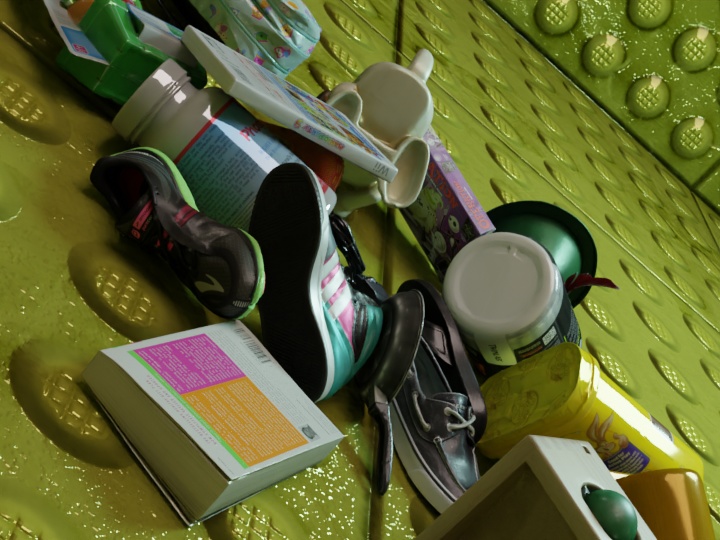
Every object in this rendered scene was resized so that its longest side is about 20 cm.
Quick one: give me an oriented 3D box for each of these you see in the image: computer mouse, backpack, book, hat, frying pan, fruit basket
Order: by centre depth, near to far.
[{"bbox_3d":[-0.103,0.101,0.976,0.134,0.048,0.200,47,20,14],"label":"book"},{"bbox_3d":[0.014,0.104,1.165,0.031,0.192,0.115,22,-18,-16],"label":"frying pan"},{"bbox_3d":[0.000,0.000,1.238,0.059,0.034,0.201,49,-11,26],"label":"computer mouse"},{"bbox_3d":[-0.234,-0.238,1.291,0.184,0.094,0.201,22,30,-45],"label":"fruit basket"},{"bbox_3d":[0.189,0.031,1.490,0.163,0.202,0.177,10,38,3],"label":"hat"},{"bbox_3d":[-0.143,-0.313,1.560,0.200,0.126,0.167,49,18,3],"label":"backpack"}]

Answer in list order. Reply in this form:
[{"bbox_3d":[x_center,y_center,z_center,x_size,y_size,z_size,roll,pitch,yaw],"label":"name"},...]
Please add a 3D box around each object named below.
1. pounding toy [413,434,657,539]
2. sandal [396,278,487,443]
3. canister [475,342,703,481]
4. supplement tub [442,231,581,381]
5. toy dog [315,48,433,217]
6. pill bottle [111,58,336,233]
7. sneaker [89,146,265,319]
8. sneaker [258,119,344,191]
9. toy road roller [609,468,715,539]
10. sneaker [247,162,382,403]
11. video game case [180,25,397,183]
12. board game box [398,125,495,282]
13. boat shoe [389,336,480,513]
[{"bbox_3d":[0.173,0.237,1.012,0.142,0.200,0.185,15,35,-53],"label":"pounding toy"},{"bbox_3d":[0.067,0.083,1.296,0.047,0.076,0.202,0,44,-25],"label":"sandal"},{"bbox_3d":[0.222,0.174,1.294,0.199,0.148,0.087,39,44,-24],"label":"canister"},{"bbox_3d":[0.164,0.056,1.381,0.123,0.122,0.200,59,1,34],"label":"supplement tub"},{"bbox_3d":[-0.004,-0.160,1.474,0.138,0.196,0.200,24,-8,-14],"label":"toy dog"},{"bbox_3d":[-0.126,-0.094,1.200,0.200,0.109,0.109,43,21,-7],"label":"pill bottle"},{"bbox_3d":[-0.155,-0.027,1.085,0.200,0.077,0.083,41,24,27],"label":"sneaker"},{"bbox_3d":[-0.095,-0.113,1.296,0.199,0.074,0.077,20,-1,42],"label":"sneaker"},{"bbox_3d":[0.219,0.226,1.156,0.199,0.145,0.124,15,57,-45],"label":"toy road roller"},{"bbox_3d":[-0.033,0.011,1.141,0.120,0.083,0.203,3,83,-67],"label":"sneaker"},{"bbox_3d":[-0.067,-0.157,1.246,0.199,0.018,0.143,26,15,-36],"label":"video game case"},{"bbox_3d":[0.078,-0.097,1.554,0.032,0.120,0.201,-18,68,-33],"label":"board game box"},{"bbox_3d":[0.071,0.139,1.191,0.071,0.068,0.201,23,30,-43],"label":"boat shoe"}]
